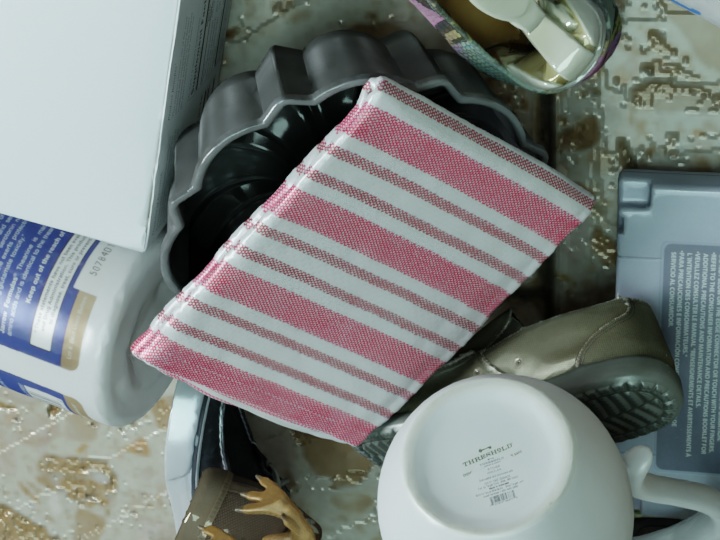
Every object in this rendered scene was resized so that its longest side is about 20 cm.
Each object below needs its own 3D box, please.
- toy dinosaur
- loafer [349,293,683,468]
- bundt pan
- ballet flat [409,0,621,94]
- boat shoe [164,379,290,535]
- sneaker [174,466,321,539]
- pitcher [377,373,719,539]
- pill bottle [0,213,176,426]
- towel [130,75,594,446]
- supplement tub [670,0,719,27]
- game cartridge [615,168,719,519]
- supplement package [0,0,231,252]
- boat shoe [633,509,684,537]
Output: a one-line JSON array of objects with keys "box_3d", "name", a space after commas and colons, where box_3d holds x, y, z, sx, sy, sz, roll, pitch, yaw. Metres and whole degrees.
[{"box_3d": [-0.036, 0.164, 0.946, 0.199, 0.060, 0.106, -2, 128, 24], "name": "toy dinosaur"}, {"box_3d": [0.081, 0.064, 0.983, 0.199, 0.070, 0.075, -15, 139, 30], "name": "loafer"}, {"box_3d": [-0.007, -0.042, 0.934, 0.201, 0.076, 0.202, -9, 137, -9], "name": "bundt pan"}, {"box_3d": [0.069, -0.124, 0.855, 0.200, 0.071, 0.069, 28, 103, -44], "name": "ballet flat"}, {"box_3d": [-0.070, 0.135, 1.067, 0.068, 0.072, 0.201, 6, 119, 12], "name": "boat shoe"}, {"box_3d": [-0.079, 0.199, 1.031, 0.075, 0.071, 0.200, 21, 128, 2], "name": "sneaker"}, {"box_3d": [0.100, 0.123, 0.917, 0.171, 0.122, 0.200, -24, 148, -1], "name": "pitcher"}, {"box_3d": [-0.196, 0.002, 1.002, 0.199, 0.111, 0.111, 19, 118, 18], "name": "pill bottle"}, {"box_3d": [0.000, 0.000, 0.907, 0.146, 0.030, 0.200, 25, 119, -36], "name": "towel"}, {"box_3d": [0.161, -0.184, 0.829, 0.199, 0.132, 0.132, 28, 118, 0], "name": "supplement tub"}, {"box_3d": [0.201, 0.043, 0.982, 0.133, 0.042, 0.201, 2, 115, 7], "name": "game cartridge"}, {"box_3d": [-0.152, -0.136, 0.935, 0.155, 0.111, 0.201, 15, 117, 5], "name": "supplement package"}, {"box_3d": [0.184, 0.174, 1.029, 0.200, 0.066, 0.072, -5, 115, 15], "name": "boat shoe"}]
